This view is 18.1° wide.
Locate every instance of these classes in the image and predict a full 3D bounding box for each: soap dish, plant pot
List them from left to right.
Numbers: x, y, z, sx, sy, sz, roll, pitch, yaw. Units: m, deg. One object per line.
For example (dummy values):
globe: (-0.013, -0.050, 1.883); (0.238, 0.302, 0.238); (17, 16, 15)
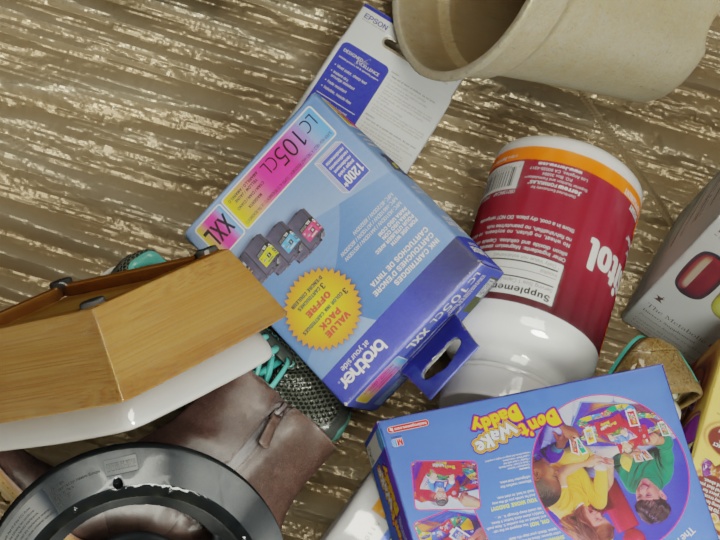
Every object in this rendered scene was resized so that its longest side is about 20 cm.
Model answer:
soap dish: (-0.169, 0.050, 1.433); (0.157, 0.199, 0.082); (-27, 101, -47)
plant pot: (0.153, -0.210, 1.641); (0.183, 0.200, 0.202); (16, 64, -32)

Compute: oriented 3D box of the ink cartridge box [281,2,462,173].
ink cartridge box: (-0.008, -0.091, 1.639); (0.094, 0.037, 0.201); (31, 68, 1)

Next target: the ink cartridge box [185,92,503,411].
ink cartridge box: (0.000, 0.000, 1.522); (0.200, 0.076, 0.137); (45, 97, 14)

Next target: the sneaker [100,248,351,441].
sneaker: (-0.093, 0.053, 1.532); (0.199, 0.091, 0.078); (30, 66, -1)

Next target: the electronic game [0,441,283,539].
electronic game: (-0.143, 0.202, 1.436); (0.198, 0.042, 0.201); (-5, 111, -12)

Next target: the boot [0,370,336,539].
boot: (-0.134, 0.125, 1.489); (0.200, 0.072, 0.167); (37, 81, -13)

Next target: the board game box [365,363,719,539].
board game box: (0.117, 0.146, 1.446); (0.199, 0.045, 0.135); (-10, 69, -16)

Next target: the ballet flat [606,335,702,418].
ballet flat: (0.162, 0.138, 1.537); (0.072, 0.068, 0.200); (38, 88, 29)

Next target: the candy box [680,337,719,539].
candy box: (0.231, 0.153, 1.556); (0.056, 0.117, 0.201); (21, 65, -5)

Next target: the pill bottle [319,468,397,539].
pill bottle: (0.063, 0.224, 1.491); (0.200, 0.112, 0.112); (36, 66, 3)

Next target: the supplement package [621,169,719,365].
supplement package: (0.282, -0.012, 1.586); (0.113, 0.200, 0.110); (32, 65, 1)

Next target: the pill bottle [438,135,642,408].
pill bottle: (0.122, 0.016, 1.586); (0.112, 0.113, 0.201); (21, 67, -5)
